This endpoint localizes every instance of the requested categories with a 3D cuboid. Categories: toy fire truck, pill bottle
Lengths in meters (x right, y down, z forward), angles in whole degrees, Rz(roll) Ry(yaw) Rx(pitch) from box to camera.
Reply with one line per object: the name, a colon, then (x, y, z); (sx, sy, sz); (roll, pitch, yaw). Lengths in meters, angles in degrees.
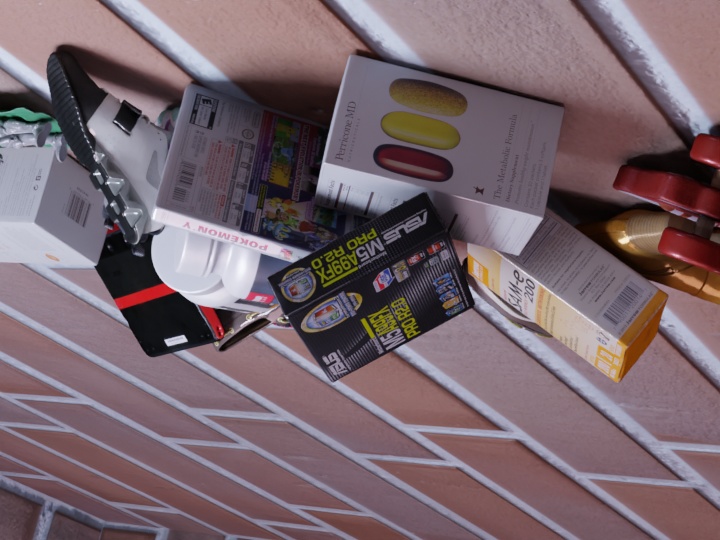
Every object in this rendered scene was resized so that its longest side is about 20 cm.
toy fire truck: (0.341, -0.052, 1.519); (0.199, 0.113, 0.168); (17, -175, -9)
pill bottle: (-0.147, -0.015, 1.847); (0.116, 0.117, 0.200); (8, 177, 17)
pill bottle: (-0.075, -0.026, 1.627); (0.199, 0.120, 0.120); (9, 163, -12)

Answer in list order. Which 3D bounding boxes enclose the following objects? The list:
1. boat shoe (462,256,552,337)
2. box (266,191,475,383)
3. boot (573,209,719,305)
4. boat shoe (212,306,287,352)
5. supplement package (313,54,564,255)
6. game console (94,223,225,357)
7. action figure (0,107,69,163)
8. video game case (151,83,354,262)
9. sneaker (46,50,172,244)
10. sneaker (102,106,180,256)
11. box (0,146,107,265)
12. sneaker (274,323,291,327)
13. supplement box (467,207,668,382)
boat shoe: (0.179, 0.029, 1.874); (0.200, 0.072, 0.059); (24, 156, -38)
box: (0.015, 0.020, 1.523); (0.160, 0.044, 0.200); (-29, 156, -1)
boot: (0.323, -0.008, 1.704); (0.201, 0.071, 0.144); (30, 162, -29)
boat shoe: (-0.104, 0.041, 2.021); (0.199, 0.060, 0.072); (-22, 170, 24)
supplement package: (0.068, -0.102, 1.517); (0.199, 0.114, 0.110); (13, 161, -2)
game console: (-0.254, 0.018, 2.068); (0.200, 0.031, 0.177); (-15, 108, 56)
action figure: (-0.408, -0.152, 1.815); (0.199, 0.055, 0.118); (8, 164, 29)
video game case: (-0.092, -0.088, 1.573); (0.181, 0.200, 0.023); (16, 129, -8)
sneaker: (-0.236, -0.133, 1.648); (0.201, 0.088, 0.074); (62, 156, -7)
sneaker: (-0.207, -0.082, 1.725); (0.078, 0.140, 0.200); (24, 159, -26)
box: (-0.406, -0.075, 1.959); (0.199, 0.098, 0.124); (2, 158, 30)
sneaker: (-0.149, 0.032, 2.119); (0.199, 0.081, 0.075); (17, 178, 5)
supplement box: (0.205, 0.014, 1.699); (0.200, 0.074, 0.126); (37, 167, 16)
